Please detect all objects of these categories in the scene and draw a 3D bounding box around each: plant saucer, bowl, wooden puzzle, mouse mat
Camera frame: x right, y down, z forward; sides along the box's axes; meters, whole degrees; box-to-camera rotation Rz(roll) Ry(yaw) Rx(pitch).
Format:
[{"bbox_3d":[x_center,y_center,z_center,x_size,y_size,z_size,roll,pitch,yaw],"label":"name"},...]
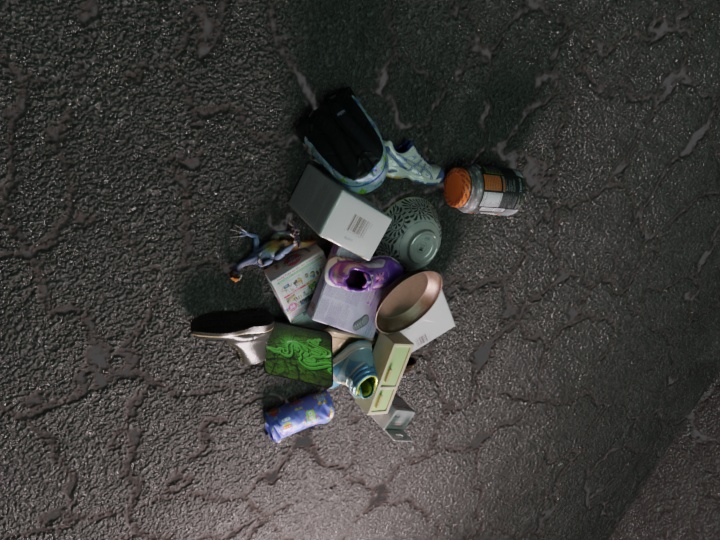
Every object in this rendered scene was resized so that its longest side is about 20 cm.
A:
[{"bbox_3d":[0.111,0.067,1.459,0.196,0.037,0.204,-26,145,-19],"label":"plant saucer"},{"bbox_3d":[0.141,-0.075,1.545,0.195,0.094,0.207,-13,121,-23],"label":"bowl"},{"bbox_3d":[-0.072,0.204,1.556,0.182,0.047,0.199,15,133,-42],"label":"wooden puzzle"},{"bbox_3d":[-0.158,0.206,1.491,0.193,0.008,0.166,9,117,17],"label":"mouse mat"}]

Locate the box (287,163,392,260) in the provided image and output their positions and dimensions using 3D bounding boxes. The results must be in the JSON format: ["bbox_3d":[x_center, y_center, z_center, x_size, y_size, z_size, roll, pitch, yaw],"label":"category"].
[{"bbox_3d":[-0.050,-0.132,1.344,0.150,0.200,0.108,25,101,-35],"label":"box"}]

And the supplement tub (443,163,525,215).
[{"bbox_3d":[0.318,-0.209,1.558,0.194,0.123,0.126,1,114,-28],"label":"supplement tub"}]

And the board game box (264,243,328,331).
[{"bbox_3d":[-0.131,0.055,1.479,0.145,0.064,0.204,-30,126,-14],"label":"board game box"}]

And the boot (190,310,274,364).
[{"bbox_3d":[-0.307,0.176,1.443,0.193,0.078,0.142,0,126,-19],"label":"boot"}]

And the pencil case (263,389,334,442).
[{"bbox_3d":[-0.165,0.392,1.618,0.194,0.078,0.090,-17,92,-20],"label":"pencil case"}]

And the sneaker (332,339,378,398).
[{"bbox_3d":[-0.029,0.280,1.524,0.078,0.134,0.200,7,140,-36],"label":"sneaker"}]

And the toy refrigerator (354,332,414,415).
[{"bbox_3d":[0.062,0.262,1.534,0.074,0.070,0.206,7,109,-41],"label":"toy refrigerator"}]

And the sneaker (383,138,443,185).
[{"bbox_3d":[0.128,-0.264,1.455,0.194,0.075,0.091,4,112,-31],"label":"sneaker"}]

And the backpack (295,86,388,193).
[{"bbox_3d":[-0.020,-0.263,1.298,0.162,0.201,0.155,-38,146,-6],"label":"backpack"}]

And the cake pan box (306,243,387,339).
[{"bbox_3d":[-0.015,0.045,1.457,0.180,0.052,0.206,17,99,-30],"label":"cake pan box"}]

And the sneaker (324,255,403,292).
[{"bbox_3d":[0.018,0.014,1.385,0.194,0.088,0.083,-2,104,-27],"label":"sneaker"}]

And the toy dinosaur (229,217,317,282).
[{"bbox_3d":[-0.210,-0.029,1.384,0.180,0.107,0.199,-36,141,18],"label":"toy dinosaur"}]

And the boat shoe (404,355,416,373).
[{"bbox_3d":[0.072,0.248,1.671,0.196,0.073,0.070,11,149,-41],"label":"boat shoe"}]

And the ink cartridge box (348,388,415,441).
[{"bbox_3d":[0.071,0.371,1.649,0.068,0.199,0.115,-55,145,8],"label":"ink cartridge box"}]

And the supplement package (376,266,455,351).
[{"bbox_3d":[0.129,0.114,1.611,0.196,0.111,0.158,-29,125,-4],"label":"supplement package"}]
